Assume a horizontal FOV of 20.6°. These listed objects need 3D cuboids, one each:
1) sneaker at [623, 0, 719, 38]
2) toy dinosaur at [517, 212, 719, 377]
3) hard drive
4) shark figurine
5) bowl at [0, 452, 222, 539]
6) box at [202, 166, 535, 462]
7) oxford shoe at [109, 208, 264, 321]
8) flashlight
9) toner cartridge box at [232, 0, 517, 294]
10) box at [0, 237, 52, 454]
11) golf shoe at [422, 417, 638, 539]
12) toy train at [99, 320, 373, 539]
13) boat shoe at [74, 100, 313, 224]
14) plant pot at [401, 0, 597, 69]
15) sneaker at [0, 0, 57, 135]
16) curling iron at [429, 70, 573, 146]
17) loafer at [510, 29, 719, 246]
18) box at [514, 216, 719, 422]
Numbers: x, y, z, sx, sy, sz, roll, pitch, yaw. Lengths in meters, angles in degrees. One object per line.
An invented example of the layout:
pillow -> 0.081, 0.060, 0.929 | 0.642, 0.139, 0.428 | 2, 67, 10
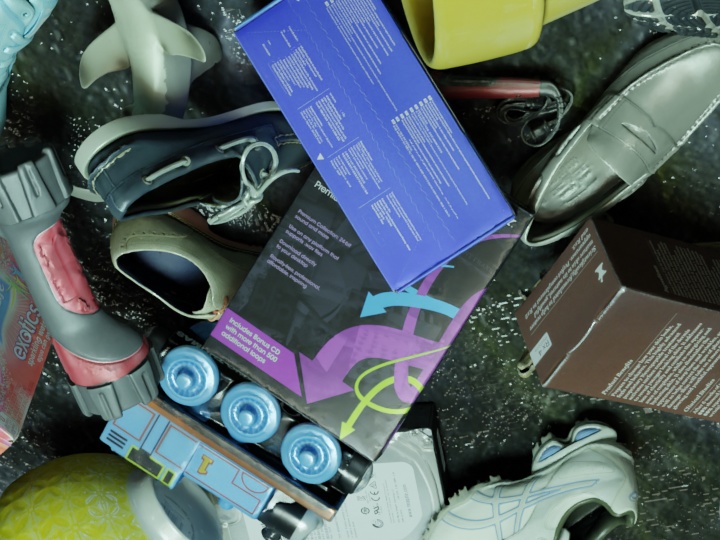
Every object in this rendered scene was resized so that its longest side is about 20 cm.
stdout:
sneaker -> 0.256, -0.199, 1.221 | 0.198, 0.080, 0.077 | -18, 164, 13
toy dinosaur -> 0.184, -0.001, 1.394 | 0.199, 0.058, 0.101 | -28, 136, 10
hard drive -> -0.030, 0.174, 1.548 | 0.198, 0.038, 0.141 | -4, 125, 11
shark figurine -> -0.132, -0.121, 1.326 | 0.128, 0.089, 0.216 | 27, 124, 29
bowl -> -0.169, 0.209, 1.501 | 0.107, 0.201, 0.200 | -39, 114, 17
box -> 0.006, 0.006, 1.323 | 0.142, 0.036, 0.201 | 33, 97, 3
oxford shoe -> -0.093, 0.019, 1.419 | 0.199, 0.074, 0.071 | 25, 123, -12
flashlight -> -0.198, 0.006, 1.363 | 0.068, 0.068, 0.201 | 11, 130, 43
toner cartridge box -> 0.010, -0.095, 1.275 | 0.095, 0.043, 0.201 | -31, 89, 6
box -> -0.283, 0.054, 1.390 | 0.102, 0.201, 0.095 | -36, 115, 29
golf shoe -> 0.124, 0.199, 1.488 | 0.200, 0.098, 0.078 | -40, 127, 20
toy train -> -0.090, 0.123, 1.465 | 0.199, 0.087, 0.115 | 32, 111, 2
boat shoe -> -0.093, -0.069, 1.296 | 0.199, 0.062, 0.075 | -6, 148, -47
plant pot -> 0.110, -0.234, 1.147 | 0.187, 0.201, 0.202 | -13, 125, -3
sneaker -> -0.239, -0.163, 1.306 | 0.081, 0.074, 0.201 | 7, 127, 6
curling iron -> 0.044, -0.114, 1.334 | 0.198, 0.026, 0.050 | 5, 124, 4
loafer -> 0.177, -0.086, 1.311 | 0.070, 0.070, 0.200 | 35, 123, -17
box -> 0.217, 0.040, 1.353 | 0.199, 0.075, 0.100 | 12, 130, -32
